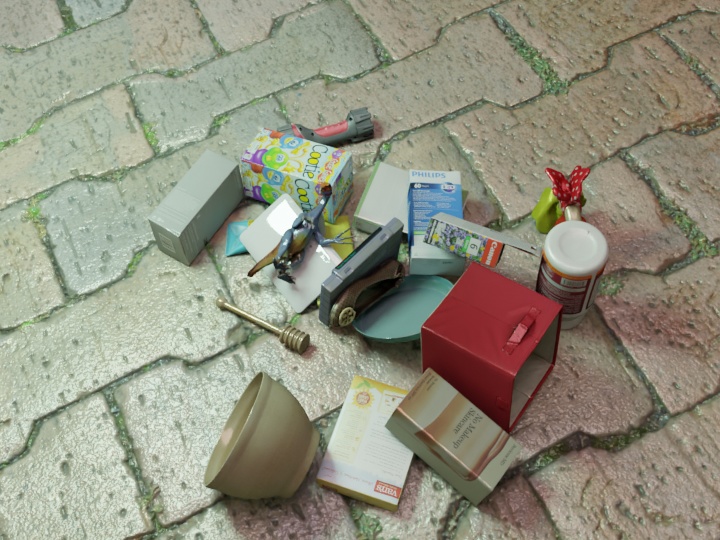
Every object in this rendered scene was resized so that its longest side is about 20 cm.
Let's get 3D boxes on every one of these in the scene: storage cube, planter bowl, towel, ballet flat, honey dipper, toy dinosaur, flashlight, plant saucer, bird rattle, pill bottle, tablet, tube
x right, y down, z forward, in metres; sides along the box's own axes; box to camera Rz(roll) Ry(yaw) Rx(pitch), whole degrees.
[{"bbox_3d":[0.218,0.130,1.579,0.178,0.201,0.171,27,58,24],"label":"storage cube"},{"bbox_3d":[-0.149,0.283,1.508,0.134,0.200,0.202,30,58,-11],"label":"planter bowl"},{"bbox_3d":[-0.051,-0.018,1.795,0.085,0.018,0.202,-5,56,-6],"label":"towel"},{"bbox_3d":[0.017,0.042,1.680,0.046,0.068,0.199,32,46,24],"label":"ballet flat"},{"bbox_3d":[-0.182,0.092,1.715,0.198,0.038,0.038,26,60,21],"label":"honey dipper"},{"bbox_3d":[-0.116,-0.079,1.720,0.197,0.105,0.184,4,62,28],"label":"toy dinosaur"},{"bbox_3d":[-0.073,-0.292,1.946,0.197,0.068,0.069,-19,62,-9],"label":"flashlight"},{"bbox_3d":[0.080,0.072,1.679,0.197,0.028,0.201,-13,29,7],"label":"plant saucer"},{"bbox_3d":[0.394,-0.102,1.738,0.111,0.200,0.166,-8,80,-3],"label":"bird rattle"},{"bbox_3d":[0.365,0.013,1.646,0.108,0.201,0.111,-1,56,1],"label":"pill bottle"},{"bbox_3d":[-0.129,-0.034,1.764,0.130,0.014,0.201,-42,70,5],"label":"tablet"},{"bbox_3d":[-0.167,-0.075,1.815,0.197,0.051,0.078,-9,50,12],"label":"tube"}]

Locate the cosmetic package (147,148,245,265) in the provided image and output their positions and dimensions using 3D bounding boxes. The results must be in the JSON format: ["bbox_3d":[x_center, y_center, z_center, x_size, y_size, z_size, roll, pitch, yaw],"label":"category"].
[{"bbox_3d":[-0.315,-0.125,1.821,0.089,0.107,0.201,27,63,19],"label":"cosmetic package"}]

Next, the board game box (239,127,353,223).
[{"bbox_3d":[-0.123,-0.189,1.847,0.197,0.104,0.106,18,52,15],"label":"board game box"}]

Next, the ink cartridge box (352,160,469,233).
[{"bbox_3d":[0.099,-0.121,1.839,0.197,0.048,0.147,19,59,6],"label":"ink cartridge box"}]

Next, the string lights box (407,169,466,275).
[{"bbox_3d":[0.141,-0.092,1.762,0.101,0.059,0.203,2,58,-2],"label":"string lights box"}]

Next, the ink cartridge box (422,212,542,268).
[{"bbox_3d":[0.215,-0.044,1.635,0.197,0.109,0.051,21,103,10],"label":"ink cartridge box"}]

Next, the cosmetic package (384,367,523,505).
[{"bbox_3d":[0.150,0.269,1.523,0.199,0.088,0.103,39,60,8],"label":"cosmetic package"}]

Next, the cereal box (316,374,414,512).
[{"bbox_3d":[0.024,0.287,1.572,0.142,0.040,0.202,16,59,11],"label":"cereal box"}]

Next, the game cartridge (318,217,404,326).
[{"bbox_3d":[0.000,0.000,1.694,0.038,0.130,0.200,36,61,22],"label":"game cartridge"}]
